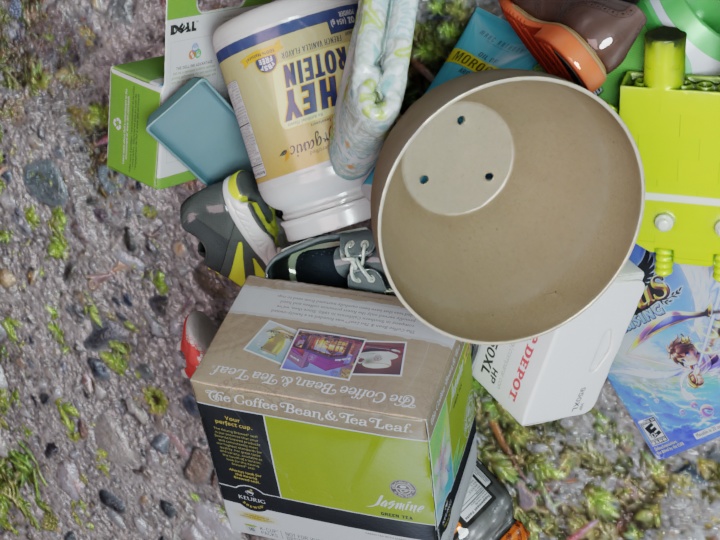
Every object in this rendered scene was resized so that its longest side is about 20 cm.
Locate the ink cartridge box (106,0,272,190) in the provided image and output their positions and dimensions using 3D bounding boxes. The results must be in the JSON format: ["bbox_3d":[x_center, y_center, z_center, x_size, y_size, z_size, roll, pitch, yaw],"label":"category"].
[{"bbox_3d":[-0.158,-0.194,1.192,0.075,0.147,0.201,23,119,32],"label":"ink cartridge box"}]

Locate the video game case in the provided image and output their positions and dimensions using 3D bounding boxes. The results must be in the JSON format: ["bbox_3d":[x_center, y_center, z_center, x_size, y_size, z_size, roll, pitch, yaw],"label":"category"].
[{"bbox_3d":[0.287,0.043,1.056,0.200,0.045,0.182,-32,88,38],"label":"video game case"}]

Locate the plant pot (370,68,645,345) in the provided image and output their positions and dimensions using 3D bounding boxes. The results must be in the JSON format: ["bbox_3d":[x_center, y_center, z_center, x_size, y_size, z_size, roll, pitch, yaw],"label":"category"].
[{"bbox_3d":[0.093,-0.064,0.943,0.199,0.135,0.202,-6,115,-12],"label":"plant pot"}]

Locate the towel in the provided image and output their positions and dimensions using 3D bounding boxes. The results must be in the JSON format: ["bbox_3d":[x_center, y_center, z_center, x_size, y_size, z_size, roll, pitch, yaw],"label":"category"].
[{"bbox_3d":[0.013,-0.186,0.983,0.048,0.171,0.201,9,78,-3],"label":"towel"}]

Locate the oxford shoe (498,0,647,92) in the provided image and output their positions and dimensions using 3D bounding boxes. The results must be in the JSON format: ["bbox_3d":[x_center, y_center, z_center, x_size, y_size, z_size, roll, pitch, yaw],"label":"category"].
[{"bbox_3d":[0.165,-0.193,0.985,0.072,0.200,0.071,-40,116,6],"label":"oxford shoe"}]

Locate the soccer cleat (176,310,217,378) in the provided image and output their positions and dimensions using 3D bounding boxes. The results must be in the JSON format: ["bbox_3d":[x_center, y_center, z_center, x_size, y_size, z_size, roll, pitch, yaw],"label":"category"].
[{"bbox_3d":[-0.128,0.131,1.359,0.085,0.069,0.201,-15,103,28],"label":"soccer cleat"}]

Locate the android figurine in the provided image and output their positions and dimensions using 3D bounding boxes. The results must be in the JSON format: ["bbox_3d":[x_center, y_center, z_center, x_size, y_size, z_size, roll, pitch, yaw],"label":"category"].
[{"bbox_3d":[0.255,-0.082,0.951,0.181,0.041,0.201,8,122,18],"label":"android figurine"}]

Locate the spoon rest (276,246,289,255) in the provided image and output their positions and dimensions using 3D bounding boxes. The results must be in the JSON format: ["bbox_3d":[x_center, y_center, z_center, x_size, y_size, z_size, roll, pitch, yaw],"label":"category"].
[{"bbox_3d":[0.012,-0.006,1.140,0.199,0.060,0.100,1,97,43],"label":"spoon rest"}]

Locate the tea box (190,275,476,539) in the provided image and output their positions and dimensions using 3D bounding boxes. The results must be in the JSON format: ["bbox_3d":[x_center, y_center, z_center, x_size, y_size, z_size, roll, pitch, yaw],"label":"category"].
[{"bbox_3d":[-0.014,0.129,1.066,0.199,0.134,0.198,8,134,17],"label":"tea box"}]

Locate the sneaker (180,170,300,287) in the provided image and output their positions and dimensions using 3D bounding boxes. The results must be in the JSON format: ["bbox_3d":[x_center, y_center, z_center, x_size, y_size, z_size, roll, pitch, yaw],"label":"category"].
[{"bbox_3d":[-0.110,-0.018,1.236,0.084,0.075,0.201,-11,134,15],"label":"sneaker"}]

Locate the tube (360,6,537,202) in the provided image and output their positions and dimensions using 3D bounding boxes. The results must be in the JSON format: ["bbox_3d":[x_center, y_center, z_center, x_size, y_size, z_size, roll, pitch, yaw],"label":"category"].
[{"bbox_3d":[0.077,-0.131,1.061,0.077,0.200,0.050,32,165,15],"label":"tube"}]

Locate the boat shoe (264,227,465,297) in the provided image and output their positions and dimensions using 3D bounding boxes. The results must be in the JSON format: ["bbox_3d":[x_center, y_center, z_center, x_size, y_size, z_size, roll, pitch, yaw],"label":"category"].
[{"bbox_3d":[0.000,0.000,1.066,0.199,0.062,0.073,-2,93,44],"label":"boat shoe"}]

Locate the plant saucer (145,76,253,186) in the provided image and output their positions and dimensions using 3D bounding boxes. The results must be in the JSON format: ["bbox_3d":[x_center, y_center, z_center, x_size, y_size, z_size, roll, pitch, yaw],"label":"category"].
[{"bbox_3d":[-0.127,-0.111,1.185,0.070,0.200,0.019,-41,56,2],"label":"plant saucer"}]

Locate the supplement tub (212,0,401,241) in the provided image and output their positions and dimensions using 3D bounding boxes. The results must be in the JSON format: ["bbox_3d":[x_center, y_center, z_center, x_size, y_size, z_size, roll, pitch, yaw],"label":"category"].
[{"bbox_3d":[-0.038,-0.139,1.130,0.144,0.144,0.201,-14,96,36],"label":"supplement tub"}]

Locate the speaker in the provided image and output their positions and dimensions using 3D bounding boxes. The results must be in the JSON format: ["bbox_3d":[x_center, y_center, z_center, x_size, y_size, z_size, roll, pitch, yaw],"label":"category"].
[{"bbox_3d":[0.207,-0.141,1.011,0.089,0.088,0.200,50,127,7],"label":"speaker"}]

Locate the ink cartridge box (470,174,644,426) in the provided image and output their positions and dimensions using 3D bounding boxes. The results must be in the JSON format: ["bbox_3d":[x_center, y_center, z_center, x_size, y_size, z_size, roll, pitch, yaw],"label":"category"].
[{"bbox_3d":[0.129,0.013,1.080,0.200,0.084,0.145,45,131,42],"label":"ink cartridge box"}]

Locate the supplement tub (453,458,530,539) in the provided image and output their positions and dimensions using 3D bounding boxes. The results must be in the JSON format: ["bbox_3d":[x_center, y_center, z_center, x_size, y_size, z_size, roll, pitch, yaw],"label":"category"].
[{"bbox_3d":[0.062,0.215,1.225,0.200,0.122,0.123,47,127,9],"label":"supplement tub"}]
